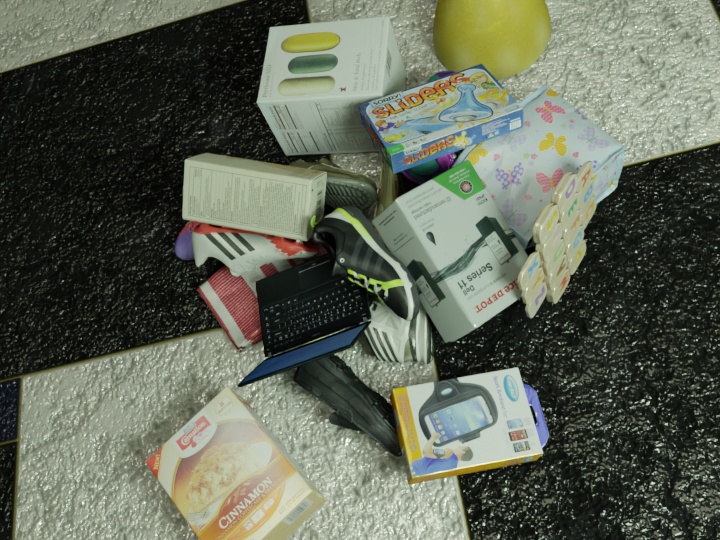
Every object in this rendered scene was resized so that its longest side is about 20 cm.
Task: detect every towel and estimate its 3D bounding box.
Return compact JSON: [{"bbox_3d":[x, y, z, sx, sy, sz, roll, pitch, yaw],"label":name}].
[{"bbox_3d":[-0.143,0.015,1.282,0.199,0.023,0.144,-37,61,-5],"label":"towel"}]

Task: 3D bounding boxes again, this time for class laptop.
[{"bbox_3d":[-0.084,0.058,1.156,0.176,0.103,0.202,-20,61,17],"label":"laptop"}]

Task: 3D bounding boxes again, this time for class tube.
[{"bbox_3d":[-0.042,0.047,1.227,0.200,0.052,0.058,-44,22,-2],"label":"tube"}]

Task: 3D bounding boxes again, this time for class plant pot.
[{"bbox_3d":[0.206,-0.433,1.342,0.198,0.142,0.202,-6,62,11],"label":"plant pot"}]

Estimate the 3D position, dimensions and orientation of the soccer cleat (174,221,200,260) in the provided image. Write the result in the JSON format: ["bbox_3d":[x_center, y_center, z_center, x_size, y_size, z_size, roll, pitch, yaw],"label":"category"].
[{"bbox_3d":[-0.225,-0.095,1.318,0.199,0.076,0.067,-37,61,4],"label":"soccer cleat"}]

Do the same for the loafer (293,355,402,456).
[{"bbox_3d":[-0.011,0.188,1.142,0.200,0.068,0.071,40,101,22],"label":"loafer"}]

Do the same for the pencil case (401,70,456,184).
[{"bbox_3d":[0.117,-0.218,1.262,0.091,0.086,0.201,3,47,20],"label":"pencil case"}]

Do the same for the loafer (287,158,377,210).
[{"bbox_3d":[-0.050,-0.144,1.290,0.199,0.075,0.070,13,60,37],"label":"loafer"}]

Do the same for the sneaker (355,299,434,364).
[{"bbox_3d":[0.046,0.034,1.188,0.114,0.076,0.203,-2,70,12],"label":"sneaker"}]

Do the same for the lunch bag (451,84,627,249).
[{"bbox_3d":[0.250,-0.140,1.199,0.199,0.128,0.170,-37,63,-17],"label":"lunch bag"}]

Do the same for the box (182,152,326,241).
[{"bbox_3d":[-0.157,-0.111,1.223,0.198,0.078,0.096,12,109,12],"label":"box"}]

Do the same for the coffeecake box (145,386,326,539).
[{"bbox_3d":[-0.170,0.286,1.126,0.153,0.073,0.200,-43,61,-7],"label":"coffeecake box"}]

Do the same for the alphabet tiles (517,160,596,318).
[{"bbox_3d":[0.266,-0.038,1.099,0.015,0.200,0.196,24,71,30],"label":"alphabet tiles"}]

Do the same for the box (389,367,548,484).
[{"bbox_3d":[0.147,0.199,1.080,0.198,0.042,0.120,-10,64,-7],"label":"box"}]

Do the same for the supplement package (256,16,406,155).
[{"bbox_3d":[-0.041,-0.292,1.331,0.198,0.151,0.153,-1,65,14],"label":"supplement package"}]

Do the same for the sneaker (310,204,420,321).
[{"bbox_3d":[0.000,0.000,1.129,0.082,0.072,0.200,-28,65,-23],"label":"sneaker"}]

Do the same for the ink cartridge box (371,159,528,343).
[{"bbox_3d":[0.133,-0.026,1.128,0.146,0.083,0.201,-30,87,-30],"label":"ink cartridge box"}]

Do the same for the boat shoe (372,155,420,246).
[{"bbox_3d":[0.053,-0.126,1.277,0.063,0.073,0.203,-15,63,42],"label":"boat shoe"}]

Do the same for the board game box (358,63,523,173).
[{"bbox_3d":[0.112,-0.219,1.178,0.198,0.035,0.136,-21,45,-8],"label":"board game box"}]

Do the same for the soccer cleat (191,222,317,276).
[{"bbox_3d":[-0.163,-0.029,1.267,0.198,0.069,0.086,9,103,6],"label":"soccer cleat"}]
